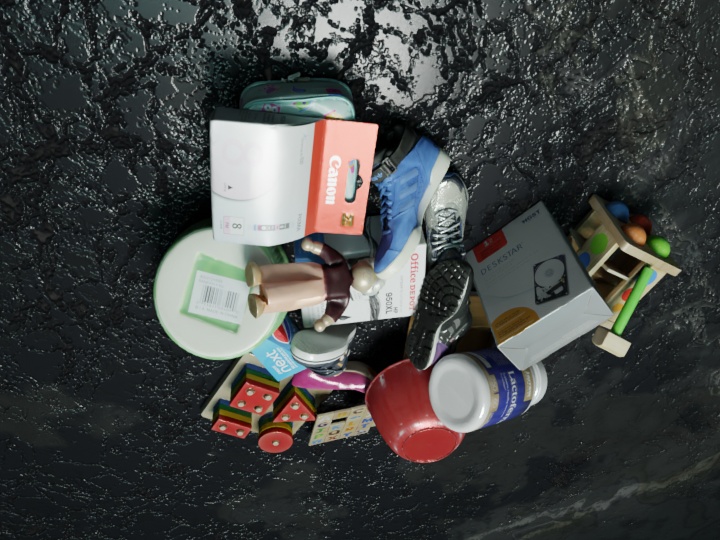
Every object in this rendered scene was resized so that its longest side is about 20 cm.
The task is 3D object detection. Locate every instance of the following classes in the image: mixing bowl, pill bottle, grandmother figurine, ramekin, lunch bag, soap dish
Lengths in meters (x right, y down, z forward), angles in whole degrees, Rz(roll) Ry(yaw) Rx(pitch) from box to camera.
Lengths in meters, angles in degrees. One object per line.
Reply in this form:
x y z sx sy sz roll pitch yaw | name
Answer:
0.110 0.256 0.988 0.194 0.110 0.204 -4 129 -5 | mixing bowl
0.211 0.185 0.921 0.197 0.117 0.117 -1 136 -43 | pill bottle
-0.052 0.019 0.767 0.195 0.060 0.125 -9 105 -26 | grandmother figurine
-0.194 0.026 0.806 0.194 0.098 0.206 -1 97 -6 | ramekin
-0.082 -0.152 0.750 0.155 0.078 0.204 -3 129 -3 | lunch bag
0.160 0.134 1.019 0.152 0.082 0.204 0 128 -8 | soap dish

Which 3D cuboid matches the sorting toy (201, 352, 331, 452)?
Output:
-0.175 0.261 1.083 0.195 0.070 0.201 24 122 -26 | sorting toy

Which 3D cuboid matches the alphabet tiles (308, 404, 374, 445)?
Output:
-0.002 0.300 1.139 0.194 0.008 0.169 -8 147 -17 | alphabet tiles

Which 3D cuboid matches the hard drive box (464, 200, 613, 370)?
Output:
0.258 0.019 0.860 0.155 0.203 0.077 -36 126 21 | hard drive box

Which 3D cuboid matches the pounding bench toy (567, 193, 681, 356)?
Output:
0.395 0.008 0.871 0.122 0.203 0.157 19 126 -22 | pounding bench toy

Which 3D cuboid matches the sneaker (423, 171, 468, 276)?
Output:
0.132 -0.050 0.860 0.075 0.086 0.204 -6 130 -3 | sneaker

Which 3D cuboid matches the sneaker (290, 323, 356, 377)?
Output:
-0.059 0.135 0.912 0.077 0.199 0.081 21 102 15 | sneaker

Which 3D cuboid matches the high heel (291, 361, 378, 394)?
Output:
-0.029 0.213 1.052 0.198 0.067 0.097 34 98 -26 | high heel

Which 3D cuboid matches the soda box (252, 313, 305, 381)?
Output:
-0.160 0.093 0.950 0.066 0.065 0.202 -23 130 11 | soda box

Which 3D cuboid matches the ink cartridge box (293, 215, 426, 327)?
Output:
0.000 0.000 0.882 0.194 0.085 0.147 -6 131 -4 | ink cartridge box

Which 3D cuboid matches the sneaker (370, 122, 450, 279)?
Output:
0.038 -0.099 0.764 0.110 0.076 0.204 30 80 -23 | sneaker

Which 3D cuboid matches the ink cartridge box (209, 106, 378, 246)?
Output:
-0.083 -0.107 0.702 0.194 0.058 0.166 6 126 -5 | ink cartridge box

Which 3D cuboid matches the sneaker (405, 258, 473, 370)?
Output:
0.136 0.060 0.874 0.086 0.076 0.203 -10 136 -32 | sneaker
